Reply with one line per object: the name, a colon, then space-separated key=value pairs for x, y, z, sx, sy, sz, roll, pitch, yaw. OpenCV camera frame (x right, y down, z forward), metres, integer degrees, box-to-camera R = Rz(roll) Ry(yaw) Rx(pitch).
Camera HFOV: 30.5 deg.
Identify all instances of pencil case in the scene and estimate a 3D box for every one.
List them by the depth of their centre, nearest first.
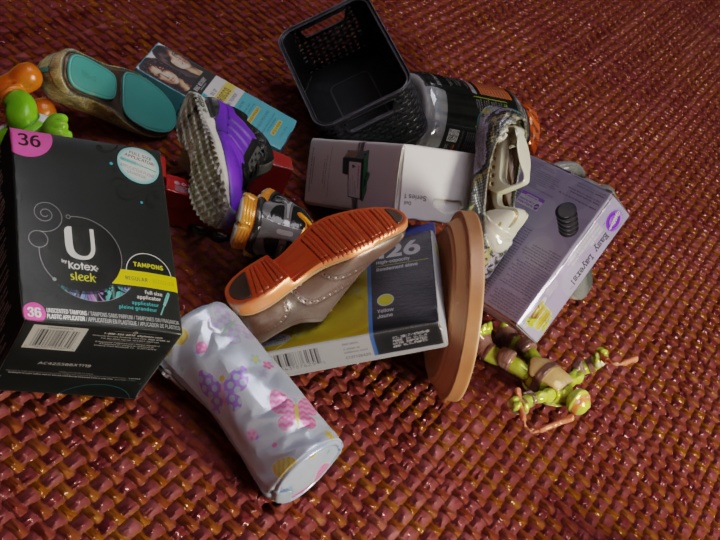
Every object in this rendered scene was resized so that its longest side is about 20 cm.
pencil case: x=-0.106 y=0.122 z=1.241 sx=0.090 sy=0.084 sz=0.200 roll=-27 pitch=64 yaw=-38

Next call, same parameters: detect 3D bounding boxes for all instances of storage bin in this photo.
storage bin: x=-0.010 y=-0.241 z=1.701 sx=0.134 sy=0.094 sz=0.201 roll=-25 pitch=51 yaw=1

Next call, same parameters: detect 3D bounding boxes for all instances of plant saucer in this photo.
plant saucer: x=0.096 y=0.037 z=1.405 sx=0.032 sy=0.202 sz=0.202 roll=5 pitch=39 yaw=-6

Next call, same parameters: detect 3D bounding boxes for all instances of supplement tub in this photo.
supplement tub: x=0.138 y=-0.195 z=1.790 sx=0.198 sy=0.123 sz=0.123 roll=6 pitch=41 yaw=-32

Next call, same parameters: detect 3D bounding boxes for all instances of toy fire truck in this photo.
toy fire truck: x=-0.172 y=-0.100 z=1.497 sx=0.197 sy=0.049 sz=0.142 roll=16 pitch=37 yaw=-21

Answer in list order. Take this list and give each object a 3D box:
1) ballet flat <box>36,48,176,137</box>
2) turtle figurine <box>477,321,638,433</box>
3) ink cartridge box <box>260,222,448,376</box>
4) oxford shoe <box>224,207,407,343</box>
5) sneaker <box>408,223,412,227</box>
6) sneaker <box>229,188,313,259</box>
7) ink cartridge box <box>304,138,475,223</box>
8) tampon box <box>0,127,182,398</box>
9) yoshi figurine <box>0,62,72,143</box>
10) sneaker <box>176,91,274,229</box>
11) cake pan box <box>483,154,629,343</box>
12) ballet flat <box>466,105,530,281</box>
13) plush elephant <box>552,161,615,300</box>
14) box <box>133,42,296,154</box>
ballet flat: x=-0.291 y=-0.200 z=1.502 sx=0.071 sy=0.071 sz=0.199 roll=52 pitch=16 yaw=29
turtle figurine: x=0.213 y=0.115 z=1.509 sx=0.199 sy=0.065 sz=0.161 roll=-28 pitch=54 yaw=-35
ink cartridge box: x=-0.012 y=0.017 z=1.384 sx=0.195 sy=0.047 sz=0.202 roll=-12 pitch=41 yaw=8
oxford shoe: x=-0.038 y=0.002 z=1.320 sx=0.198 sy=0.074 sz=0.071 roll=-27 pitch=37 yaw=-8
sneaker: x=0.000 y=0.000 z=1.481 sx=0.075 sy=0.077 sz=0.200 roll=35 pitch=35 yaw=3
sneaker: x=-0.086 y=-0.041 z=1.417 sx=0.076 sy=0.079 sz=0.200 roll=14 pitch=7 yaw=4
ink cartridge box: x=0.047 y=-0.105 z=1.553 sx=0.144 sy=0.086 sz=0.199 roll=4 pitch=4 yaw=-35
tampon box: x=-0.260 y=-0.005 z=1.202 sx=0.148 sy=0.126 sz=0.202 roll=6 pitch=56 yaw=-30
yoshi figurine: x=-0.313 y=-0.123 z=1.369 sx=0.111 sy=0.112 sz=0.201 roll=9 pitch=43 yaw=-40
sneaker: x=-0.136 y=-0.120 z=1.443 sx=0.098 sy=0.070 sz=0.202 roll=13 pitch=39 yaw=-29
cake pan box: x=0.184 y=-0.036 z=1.529 sx=0.052 sy=0.185 sz=0.199 roll=42 pitch=-6 yaw=-40
ballet flat: x=0.154 y=-0.083 z=1.464 sx=0.071 sy=0.204 sz=0.072 roll=6 pitch=-1 yaw=0
plush elephant: x=0.216 y=-0.071 z=1.692 sx=0.153 sy=0.167 sz=0.200 roll=8 pitch=-16 yaw=30
box: x=-0.181 y=-0.196 z=1.608 sx=0.198 sy=0.049 sz=0.083 roll=29 pitch=34 yaw=-4
